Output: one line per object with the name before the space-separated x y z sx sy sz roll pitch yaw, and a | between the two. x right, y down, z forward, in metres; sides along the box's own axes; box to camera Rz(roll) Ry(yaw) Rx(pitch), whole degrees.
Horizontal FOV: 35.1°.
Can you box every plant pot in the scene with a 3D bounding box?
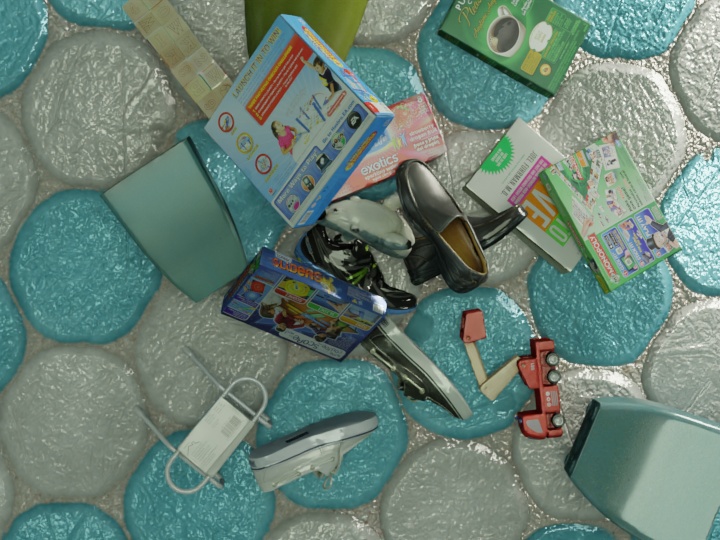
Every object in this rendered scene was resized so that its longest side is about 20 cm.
plant pot | -0.249 -0.066 1.616 0.140 0.141 0.201 -33 100 -1
plant pot | -0.089 -0.332 1.608 0.185 0.187 0.202 11 105 -3
plant pot | 0.405 0.279 1.632 0.198 0.196 0.198 23 90 5

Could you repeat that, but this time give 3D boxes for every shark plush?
shark plush | -0.010 -0.053 1.596 0.198 0.083 0.092 0 63 -26

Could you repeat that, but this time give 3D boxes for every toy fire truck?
toy fire truck | 0.224 0.154 1.685 0.139 0.049 0.203 -6 93 -2

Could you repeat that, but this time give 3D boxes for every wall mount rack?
wall mount rack | -0.231 0.216 1.658 0.173 0.075 0.201 40 89 -7

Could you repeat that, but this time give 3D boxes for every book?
book | 0.268 -0.110 1.686 0.199 0.048 0.134 39 84 -2

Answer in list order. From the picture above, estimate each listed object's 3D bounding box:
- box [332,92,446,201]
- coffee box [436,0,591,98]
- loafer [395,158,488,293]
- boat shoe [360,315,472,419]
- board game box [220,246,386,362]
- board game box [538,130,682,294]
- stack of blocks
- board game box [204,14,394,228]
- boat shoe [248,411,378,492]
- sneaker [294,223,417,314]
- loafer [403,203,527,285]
box | 0.016 -0.173 1.642 0.198 0.100 0.096 -23 93 -1
coffee box | 0.225 -0.356 1.674 0.198 0.044 0.124 27 90 -3
loafer | 0.119 -0.068 1.561 0.072 0.072 0.201 -33 92 -23
boat shoe | 0.082 0.155 1.663 0.064 0.071 0.200 -44 101 2
board game box | -0.081 0.052 1.608 0.198 0.135 0.035 24 47 -20
board game box | 0.365 -0.086 1.661 0.134 0.029 0.202 -28 87 -14
stack of blocks | -0.246 -0.300 1.618 0.058 0.115 0.201 -38 88 -1
board game box | -0.085 -0.197 1.509 0.196 0.056 0.200 48 117 16
boat shoe | -0.059 0.274 1.656 0.200 0.074 0.087 -20 102 -19
sneaker | 0.000 0.000 1.660 0.198 0.071 0.083 33 96 0
loafer | 0.146 -0.052 1.647 0.199 0.073 0.073 -29 87 14
